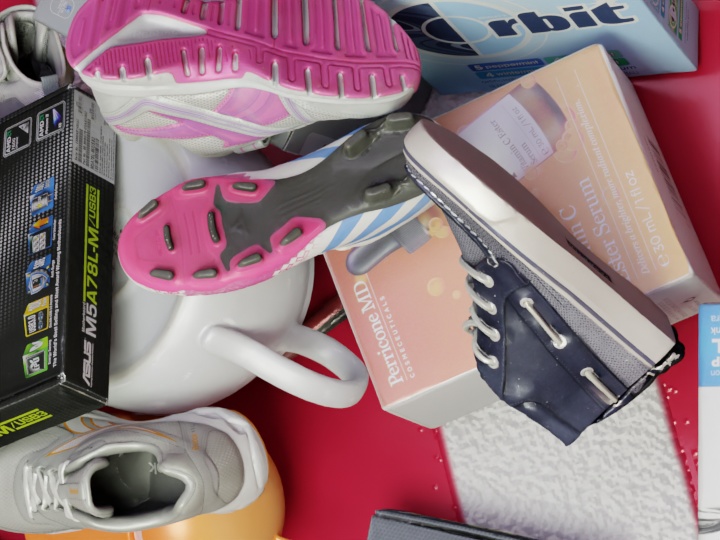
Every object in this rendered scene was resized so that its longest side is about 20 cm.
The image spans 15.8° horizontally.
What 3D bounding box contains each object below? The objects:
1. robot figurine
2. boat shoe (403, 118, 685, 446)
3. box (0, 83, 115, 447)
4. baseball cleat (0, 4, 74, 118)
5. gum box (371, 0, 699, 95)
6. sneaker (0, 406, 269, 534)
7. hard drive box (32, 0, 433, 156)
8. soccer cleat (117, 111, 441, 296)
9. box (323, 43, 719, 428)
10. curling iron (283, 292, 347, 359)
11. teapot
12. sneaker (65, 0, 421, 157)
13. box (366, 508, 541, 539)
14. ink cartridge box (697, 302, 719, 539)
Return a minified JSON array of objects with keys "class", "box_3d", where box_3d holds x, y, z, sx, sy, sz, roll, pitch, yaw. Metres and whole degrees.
[{"class":"robot figurine","box_3d":[-0.129,0.148,1.614,0.199,0.116,0.145,0,101,39]},{"class":"boat shoe","box_3d":[0.079,0.012,1.417,0.200,0.075,0.093,41,104,-13]},{"class":"box","box_3d":[-0.228,0.012,1.549,0.193,0.047,0.201,-20,57,33]},{"class":"baseball cleat","box_3d":[-0.221,-0.127,1.677,0.200,0.069,0.107,32,129,57]},{"class":"gum box","box_3d":[0.088,-0.164,1.512,0.169,0.200,0.045,-4,72,24]},{"class":"sneaker","box_3d":[-0.158,0.119,1.499,0.199,0.092,0.076,-11,93,28]},{"class":"hard drive box","box_3d":[-0.077,-0.138,1.611,0.200,0.156,0.077,28,96,25]},{"class":"soccer cleat","box_3d":[-0.036,-0.027,1.466,0.199,0.086,0.070,-20,72,2]},{"class":"box","box_3d":[0.089,-0.017,1.534,0.199,0.106,0.153,-25,75,11]},{"class":"curling iron","box_3d":[0.000,0.000,1.630,0.200,0.026,0.050,-34,69,17]},{"class":"teapot","box_3d":[-0.095,0.002,1.583,0.197,0.146,0.201,-20,67,44]},{"class":"sneaker","box_3d":[-0.064,-0.111,1.479,0.199,0.088,0.082,4,58,7]},{"class":"box","box_3d":[0.068,0.255,1.558,0.157,0.051,0.201,10,89,26]},{"class":"ink cartridge box","box_3d":[0.246,0.122,1.439,0.084,0.144,0.201,-2,83,26]}]
